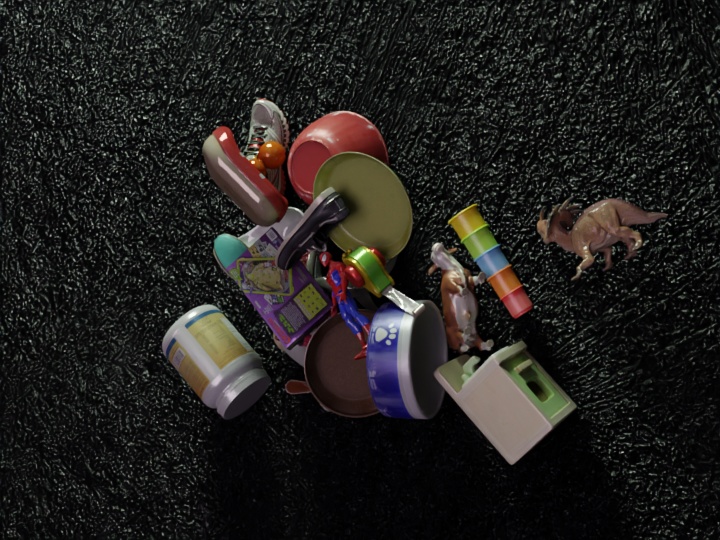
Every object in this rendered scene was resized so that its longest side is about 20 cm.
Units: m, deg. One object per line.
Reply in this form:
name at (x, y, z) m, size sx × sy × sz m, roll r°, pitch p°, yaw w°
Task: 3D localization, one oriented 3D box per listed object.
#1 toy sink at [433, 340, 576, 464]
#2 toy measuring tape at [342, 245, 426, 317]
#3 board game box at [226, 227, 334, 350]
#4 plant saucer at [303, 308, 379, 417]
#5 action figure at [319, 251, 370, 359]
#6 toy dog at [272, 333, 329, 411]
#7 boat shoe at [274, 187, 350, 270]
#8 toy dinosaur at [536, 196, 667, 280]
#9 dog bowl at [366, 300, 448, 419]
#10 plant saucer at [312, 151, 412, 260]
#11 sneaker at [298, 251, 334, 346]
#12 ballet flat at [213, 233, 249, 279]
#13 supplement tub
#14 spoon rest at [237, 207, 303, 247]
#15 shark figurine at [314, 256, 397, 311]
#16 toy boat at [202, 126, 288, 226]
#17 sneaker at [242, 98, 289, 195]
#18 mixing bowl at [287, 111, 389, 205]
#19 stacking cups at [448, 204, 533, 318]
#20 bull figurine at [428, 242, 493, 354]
toy sink at (0.244, 0.197, 1.490) m, size 0.200 × 0.130 × 0.112 m, roll 49°, pitch 118°, yaw 17°
toy measuring tape at (0.030, 0.010, 1.497) m, size 0.200 × 0.073 × 0.074 m, roll 35°, pitch 115°, yaw 42°
board game box at (-0.146, 0.032, 1.642) m, size 0.120 × 0.032 × 0.200 m, roll -39°, pitch 70°, yaw 0°
plant saucer at (-0.007, 0.168, 1.645) m, size 0.198 × 0.037 × 0.203 m, roll -1°, pitch 97°, yaw -9°
action figure at (-0.028, 0.054, 1.563) m, size 0.201 × 0.051 × 0.066 m, roll 68°, pitch 154°, yaw 22°
toy dog at (-0.104, 0.176, 1.717) m, size 0.200 × 0.096 × 0.132 m, roll 44°, pitch 117°, yaw 19°
boat shoe at (-0.085, -0.057, 1.562) m, size 0.063 × 0.073 × 0.200 m, roll 44°, pitch 127°, yaw 6°
toy dinosaur at (0.370, -0.072, 1.404) m, size 0.199 × 0.086 × 0.137 m, roll -29°, pitch 75°, yaw 25°
dog bowl at (0.084, 0.153, 1.533) m, size 0.078 × 0.200 × 0.202 m, roll -3°, pitch 96°, yaw 24°
plant saucer at (0.008, -0.112, 1.531) m, size 0.199 × 0.031 × 0.202 m, roll 18°, pitch 125°, yaw 27°
sneaker at (-0.087, 0.048, 1.696) m, size 0.081 × 0.074 × 0.202 m, roll 146°, pitch 126°, yaw -63°
ballet flat at (-0.208, 0.009, 1.713) m, size 0.067 × 0.062 × 0.200 m, roll -44°, pitch 70°, yaw -11°
supplement tub at (-0.289, 0.185, 1.802) m, size 0.200 × 0.144 × 0.145 m, roll 47°, pitch 117°, yaw 17°
spoon rest at (-0.181, -0.060, 1.747) m, size 0.199 × 0.060 × 0.100 m, roll -17°, pitch 78°, yaw 33°
shark figurine at (0.022, -0.003, 1.613) m, size 0.128 × 0.090 × 0.215 m, roll 44°, pitch 102°, yaw -2°
toy boat at (-0.193, -0.187, 1.638) m, size 0.131 × 0.130 × 0.200 m, roll -44°, pitch 92°, yaw -14°
sneaker at (-0.186, -0.227, 1.716) m, size 0.077 × 0.082 × 0.202 m, roll 3°, pitch 98°, yaw 31°
mixing bowl at (-0.059, -0.189, 1.630) m, size 0.198 × 0.108 × 0.202 m, roll 6°, pitch 101°, yaw 31°
stacking cups at (0.228, -0.016, 1.514) m, size 0.060 × 0.060 × 0.201 m, roll -38°, pitch 81°, yaw 29°
bull figurine at (0.172, 0.049, 1.535) m, size 0.121 × 0.065 × 0.202 m, roll -160°, pitch 56°, yaw -72°
